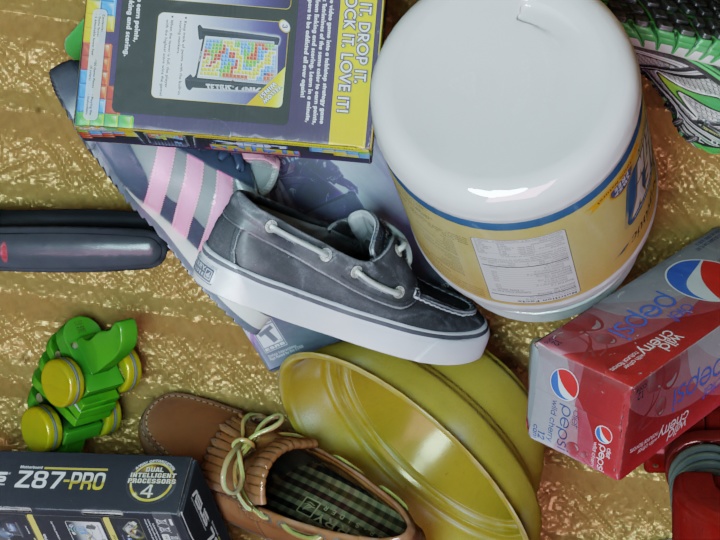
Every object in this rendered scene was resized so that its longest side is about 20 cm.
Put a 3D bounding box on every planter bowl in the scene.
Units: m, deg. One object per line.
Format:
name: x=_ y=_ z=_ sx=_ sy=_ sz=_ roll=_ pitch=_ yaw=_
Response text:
planter bowl: x=0.050 y=0.097 z=1.620 sx=0.200 sy=0.083 sz=0.201 roll=35 pitch=156 yaw=19

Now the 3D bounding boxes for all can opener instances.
can opener: x=-0.208 y=-0.021 z=1.597 sx=0.199 sy=0.063 sz=0.079 roll=7 pitch=120 yaw=14

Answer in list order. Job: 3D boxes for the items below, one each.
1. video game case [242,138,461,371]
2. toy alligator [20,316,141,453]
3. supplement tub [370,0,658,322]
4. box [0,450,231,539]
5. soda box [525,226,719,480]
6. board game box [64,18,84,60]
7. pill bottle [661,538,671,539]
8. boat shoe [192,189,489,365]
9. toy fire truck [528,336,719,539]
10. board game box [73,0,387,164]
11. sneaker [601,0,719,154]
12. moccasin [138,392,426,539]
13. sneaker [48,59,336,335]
video game case: x=-0.040 y=-0.044 z=1.584 sx=0.142 sy=0.019 sz=0.201 roll=-22 pitch=117 yaw=18
toy alligator: x=-0.190 y=0.091 z=1.680 sx=0.054 sy=0.059 sz=0.201 roll=49 pitch=131 yaw=27
supplement tub: x=0.089 y=-0.063 z=1.476 sx=0.144 sy=0.146 sz=0.200 roll=-7 pitch=158 yaw=8
box: x=-0.156 y=0.189 z=1.675 sx=0.160 sy=0.049 sz=0.201 roll=-1 pitch=141 yaw=16
soda box: x=0.178 y=0.045 z=1.540 sx=0.070 sy=0.200 sz=0.064 roll=24 pitch=125 yaw=30
board game box: x=-0.070 y=-0.105 z=1.575 sx=0.200 sy=0.030 sz=0.096 roll=37 pitch=117 yaw=-18
pill bottle: x=0.202 y=0.264 z=1.656 sx=0.111 sy=0.200 sz=0.113 roll=2 pitch=118 yaw=3
boat shoe: x=0.000 y=0.000 z=1.524 sx=0.199 sy=0.072 sz=0.068 roll=18 pitch=105 yaw=-31
toy fire truck: x=0.200 y=0.116 z=1.590 sx=0.199 sy=0.176 sz=0.129 roll=-1 pitch=119 yaw=6
board game box: x=-0.066 y=-0.166 z=1.470 sx=0.164 sy=0.057 sz=0.201 roll=5 pitch=83 yaw=0
sneaker: x=0.190 y=-0.110 z=1.525 sx=0.199 sy=0.078 sz=0.085 roll=21 pitch=118 yaw=-8
moccasin: x=-0.051 y=0.129 z=1.641 sx=0.201 sy=0.074 sz=0.078 roll=32 pitch=152 yaw=25
sneaker: x=-0.095 y=-0.059 z=1.542 sx=0.082 sy=0.070 sz=0.200 roll=-38 pitch=114 yaw=7
